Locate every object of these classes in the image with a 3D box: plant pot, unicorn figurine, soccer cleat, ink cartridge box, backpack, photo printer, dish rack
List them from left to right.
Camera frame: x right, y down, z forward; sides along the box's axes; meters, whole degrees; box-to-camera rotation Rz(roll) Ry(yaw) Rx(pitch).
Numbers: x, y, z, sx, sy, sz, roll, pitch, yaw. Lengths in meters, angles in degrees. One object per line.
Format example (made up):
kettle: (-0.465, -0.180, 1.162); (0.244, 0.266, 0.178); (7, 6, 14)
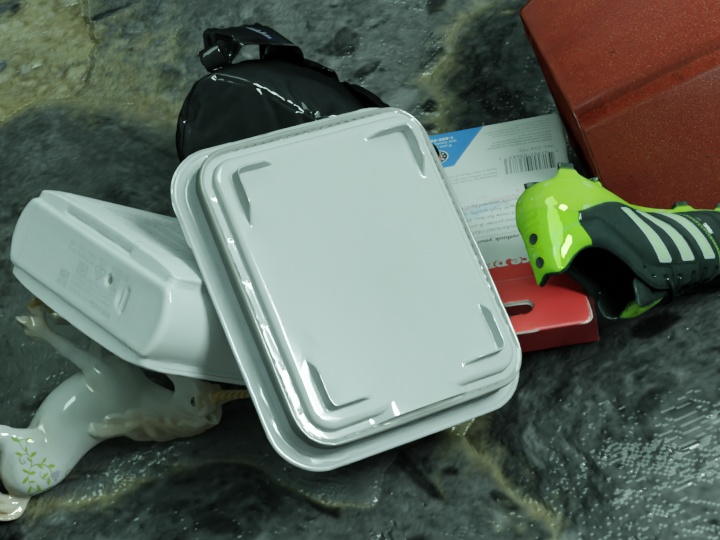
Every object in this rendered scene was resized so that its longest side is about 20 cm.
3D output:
unicorn figurine: (-0.179, 0.083, 1.068); (0.200, 0.137, 0.074); (-40, 4, 5)
photo printer: (-0.096, 0.017, 1.053); (0.166, 0.200, 0.070); (29, 101, 41)
backpack: (-0.049, -0.082, 1.122); (0.167, 0.127, 0.200); (29, 9, -7)
dish rack: (0.000, 0.000, 0.960); (0.171, 0.044, 0.200); (-17, 77, -28)
ink cartridge box: (0.089, -0.008, 1.096); (0.116, 0.067, 0.200); (-10, 43, 8)
soccer cleat: (0.177, -0.005, 1.023); (0.200, 0.067, 0.081); (12, 60, -30)
plant pot: (0.219, -0.125, 1.101); (0.176, 0.200, 0.200); (-25, 42, 5)
